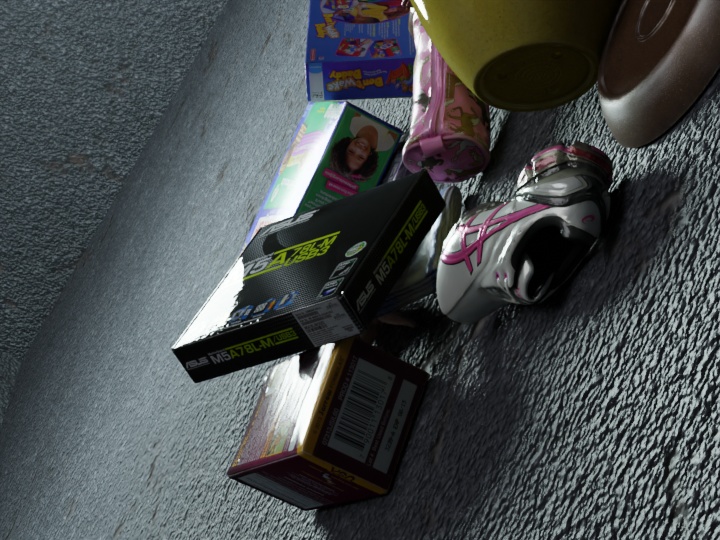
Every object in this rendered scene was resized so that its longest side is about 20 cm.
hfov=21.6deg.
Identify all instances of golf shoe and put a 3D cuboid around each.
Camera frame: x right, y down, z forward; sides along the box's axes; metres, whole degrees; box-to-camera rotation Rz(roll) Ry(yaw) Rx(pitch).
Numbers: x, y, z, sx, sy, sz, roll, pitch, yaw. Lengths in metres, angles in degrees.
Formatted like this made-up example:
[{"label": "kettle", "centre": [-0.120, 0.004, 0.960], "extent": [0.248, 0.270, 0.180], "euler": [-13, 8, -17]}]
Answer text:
[{"label": "golf shoe", "centre": [0.111, -0.010, 1.392], "extent": [0.200, 0.072, 0.093], "euler": [-48, 23, 47]}]

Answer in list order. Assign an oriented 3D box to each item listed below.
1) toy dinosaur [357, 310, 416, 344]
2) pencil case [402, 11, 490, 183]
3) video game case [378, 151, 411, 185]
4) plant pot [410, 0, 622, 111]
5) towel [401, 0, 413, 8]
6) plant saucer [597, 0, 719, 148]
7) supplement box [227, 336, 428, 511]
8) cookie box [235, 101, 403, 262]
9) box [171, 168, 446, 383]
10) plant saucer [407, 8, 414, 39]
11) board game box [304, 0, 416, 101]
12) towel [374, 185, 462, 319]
[{"label": "toy dinosaur", "centre": [-0.009, 0.028, 1.746], "extent": [0.200, 0.085, 0.136], "euler": [-26, 33, 59]}, {"label": "pencil case", "centre": [0.080, -0.178, 1.699], "extent": [0.083, 0.086, 0.202], "euler": [-35, 46, 52]}, {"label": "video game case", "centre": [-0.006, -0.026, 1.945], "extent": [0.202, 0.019, 0.143], "euler": [-66, 14, -7]}, {"label": "plant pot", "centre": [0.129, -0.211, 1.486], "extent": [0.200, 0.198, 0.143], "euler": [-44, 44, 53]}, {"label": "towel", "centre": [0.136, -0.260, 1.594], "extent": [0.200, 0.143, 0.023], "euler": [142, 132, -59]}, {"label": "plant saucer", "centre": [0.226, -0.185, 1.366], "extent": [0.201, 0.032, 0.201], "euler": [-58, 16, 27]}, {"label": "supplement box", "centre": [-0.031, 0.134, 1.624], "extent": [0.200, 0.085, 0.111], "euler": [-28, 38, 66]}, {"label": "cookie box", "centre": [-0.048, -0.072, 1.980], "extent": [0.202, 0.075, 0.171], "euler": [-66, 15, -2]}, {"label": "box", "centre": [-0.044, 0.005, 1.630], "extent": [0.199, 0.048, 0.194], "euler": [-18, 28, 37]}, {"label": "plant saucer", "centre": [0.082, -0.313, 1.884], "extent": [0.200, 0.034, 0.202], "euler": [16, -90, -88]}, {"label": "board game box", "centre": [0.011, -0.247, 2.018], "extent": [0.201, 0.133, 0.045], "euler": [-88, -4, -58]}, {"label": "towel", "centre": [0.000, 0.000, 1.675], "extent": [0.198, 0.024, 0.147], "euler": [-23, 29, 23]}]
